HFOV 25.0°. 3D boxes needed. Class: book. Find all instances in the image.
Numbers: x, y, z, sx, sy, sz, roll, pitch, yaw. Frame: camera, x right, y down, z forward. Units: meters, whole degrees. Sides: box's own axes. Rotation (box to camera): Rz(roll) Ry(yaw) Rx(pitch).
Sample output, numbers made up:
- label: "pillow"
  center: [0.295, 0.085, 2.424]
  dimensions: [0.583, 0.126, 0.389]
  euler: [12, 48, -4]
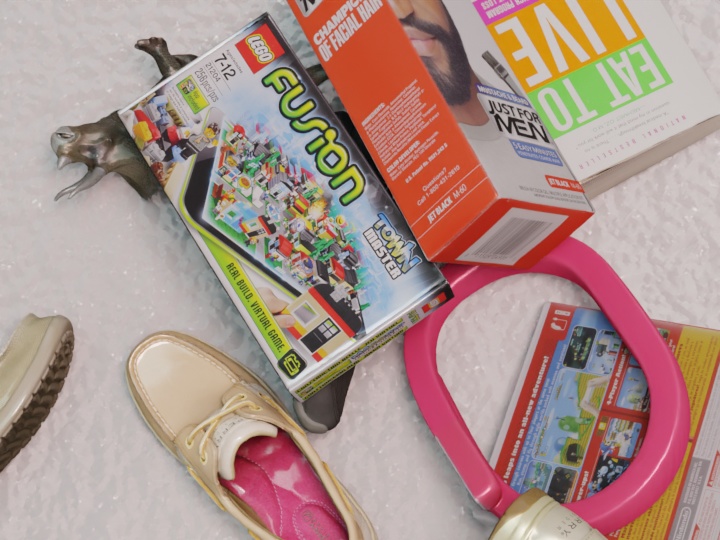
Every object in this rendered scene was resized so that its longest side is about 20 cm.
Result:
- label: "book"
  center: [0.127, -0.149, 1.034]
  dimensions: [0.133, 0.048, 0.201]
  euler: [-26, 72, -5]

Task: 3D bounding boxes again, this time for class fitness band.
- label: "fitness band"
  center: [0.107, 0.064, 0.949]
  dimensions: [0.143, 0.037, 0.201]
  euler: [-33, 53, 3]

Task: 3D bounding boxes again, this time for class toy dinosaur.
- label: "toy dinosaur"
  center: [-0.090, -0.093, 1.015]
  dimensions: [0.197, 0.077, 0.104]
  euler: [-2, 83, 6]

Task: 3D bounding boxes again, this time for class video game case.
- label: "video game case"
  center: [0.174, 0.098, 0.925]
  dimensions: [0.198, 0.017, 0.144]
  euler: [10, 67, 31]

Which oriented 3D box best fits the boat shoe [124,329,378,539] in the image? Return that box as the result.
- label: "boat shoe"
  center: [-0.066, 0.105, 0.958]
  dimensions: [0.200, 0.069, 0.074]
  euler: [42, 81, 12]

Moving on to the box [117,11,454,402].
- label: "box"
  center: [-0.045, -0.039, 0.936]
  dimensions: [0.110, 0.035, 0.201]
  euler: [-34, 73, 0]

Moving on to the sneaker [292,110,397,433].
- label: "sneaker"
  center: [0.000, 0.000, 0.982]
  dimensions: [0.078, 0.075, 0.203]
  euler: [8, 76, 3]

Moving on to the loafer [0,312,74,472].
- label: "loafer"
  center: [-0.245, 0.102, 0.966]
  dimensions: [0.068, 0.076, 0.201]
  euler: [34, 80, 5]

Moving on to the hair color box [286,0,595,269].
- label: "hair color box"
  center: [0.045, -0.101, 0.952]
  dimensions: [0.064, 0.110, 0.201]
  euler: [-42, 64, 28]

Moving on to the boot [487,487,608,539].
- label: "boot"
  center: [0.114, 0.238, 0.867]
  dimensions: [0.154, 0.072, 0.202]
  euler: [27, 108, 23]
